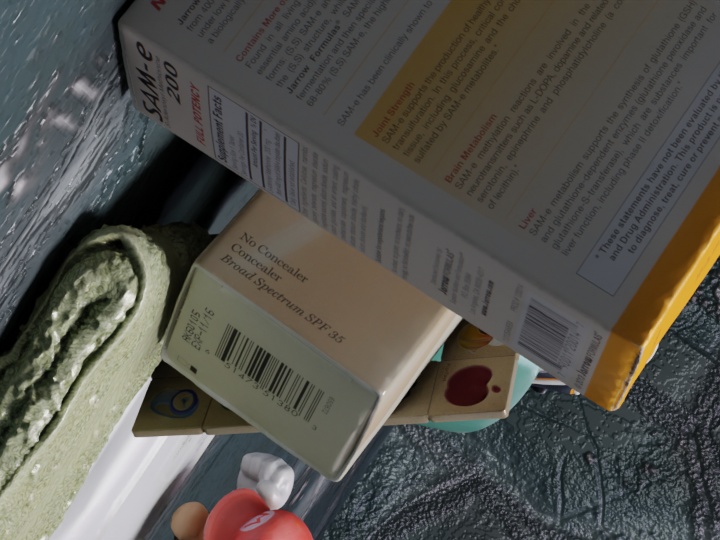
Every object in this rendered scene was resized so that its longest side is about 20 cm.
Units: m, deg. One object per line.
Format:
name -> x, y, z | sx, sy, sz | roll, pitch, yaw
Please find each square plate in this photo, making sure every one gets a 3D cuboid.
square plate -> -0.101, 0.082, 1.154 | 0.200, 0.028, 0.198 | -56, 173, -6

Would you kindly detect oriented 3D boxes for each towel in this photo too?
towel -> -0.127, 0.067, 0.859 | 0.200, 0.036, 0.148 | -58, 174, 7

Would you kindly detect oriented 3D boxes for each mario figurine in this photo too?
mario figurine -> -0.105, 0.166, 1.237 | 0.200, 0.106, 0.124 | -26, -124, 48

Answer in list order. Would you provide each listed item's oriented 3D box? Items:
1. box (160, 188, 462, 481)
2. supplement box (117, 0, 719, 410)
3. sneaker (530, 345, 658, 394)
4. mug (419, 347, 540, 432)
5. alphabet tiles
box -> 0.015, -0.021, 0.890 | 0.200, 0.095, 0.078 | -52, 173, -35
supplement box -> 0.037, -0.063, 0.715 | 0.126, 0.200, 0.074 | -54, 169, -17
sneaker -> 0.090, 0.030, 1.236 | 0.200, 0.079, 0.079 | 15, -89, 59
mug -> 0.022, -0.011, 1.177 | 0.152, 0.114, 0.185 | -43, -138, 43
alphabet tiles -> 0.000, 0.000, 0.968 | 0.200, 0.167, 0.008 | -73, 151, -48
